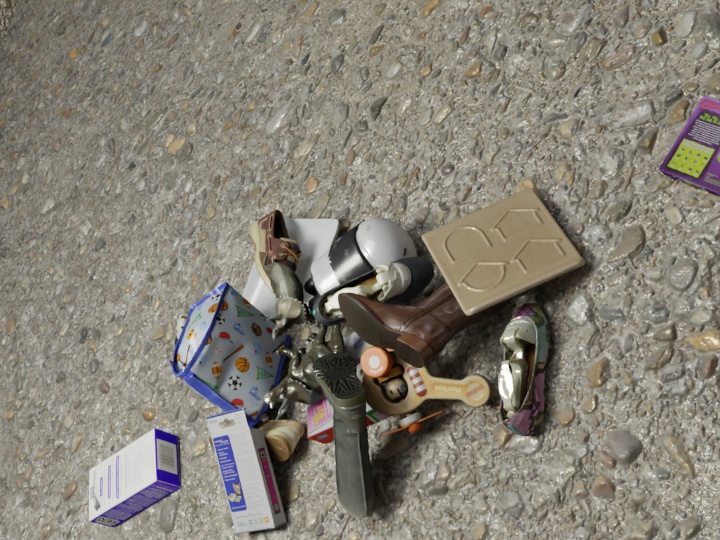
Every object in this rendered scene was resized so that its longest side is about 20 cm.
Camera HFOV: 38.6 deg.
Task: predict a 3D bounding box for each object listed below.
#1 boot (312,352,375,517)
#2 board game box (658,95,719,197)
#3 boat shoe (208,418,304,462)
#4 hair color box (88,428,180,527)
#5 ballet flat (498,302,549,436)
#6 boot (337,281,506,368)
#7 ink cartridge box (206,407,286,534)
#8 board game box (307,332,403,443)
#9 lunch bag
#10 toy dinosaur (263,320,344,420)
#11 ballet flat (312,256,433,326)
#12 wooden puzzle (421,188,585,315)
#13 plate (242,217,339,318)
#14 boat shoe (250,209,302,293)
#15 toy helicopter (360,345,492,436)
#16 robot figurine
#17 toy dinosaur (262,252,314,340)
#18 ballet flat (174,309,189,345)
[{"bbox_3d":[-0.019,0.244,1.549,0.072,0.201,0.182,-13,24,-4],"label":"boot"},{"bbox_3d":[0.499,-0.147,1.334,0.200,0.032,0.120,35,98,49],"label":"board game box"},{"bbox_3d":[-0.176,0.289,1.748,0.200,0.071,0.065,-8,27,40],"label":"boat shoe"},{"bbox_3d":[-0.428,0.393,1.937,0.200,0.065,0.110,-32,49,27],"label":"hair color box"},{"bbox_3d":[0.221,0.128,1.424,0.069,0.071,0.201,-16,57,40],"label":"ballet flat"},{"bbox_3d":[0.093,0.044,1.518,0.186,0.064,0.200,35,53,28],"label":"boot"},{"bbox_3d":[-0.189,0.327,1.686,0.095,0.037,0.201,-19,86,38],"label":"ink cartridge box"},{"bbox_3d":[-0.003,0.174,1.648,0.200,0.040,0.153,-27,50,33],"label":"board game box"},{"bbox_3d":[-0.227,0.154,1.751,0.124,0.170,0.200,-35,28,29],"label":"lunch bag"},{"bbox_3d":[-0.068,0.147,1.648,0.200,0.077,0.102,-37,62,10],"label":"toy dinosaur"},{"bbox_3d":[0.018,0.031,1.569,0.200,0.073,0.073,-23,48,3],"label":"ballet flat"},{"bbox_3d":[0.207,-0.023,1.504,0.185,0.046,0.200,-23,41,-3],"label":"wooden puzzle"},{"bbox_3d":[-0.126,0.000,1.880,0.200,0.032,0.200,4,70,46],"label":"plate"},{"bbox_3d":[-0.143,-0.031,1.841,0.072,0.072,0.200,-38,43,19],"label":"boat shoe"},{"bbox_3d":[0.095,0.179,1.495,0.199,0.079,0.133,2,87,25],"label":"toy helicopter"},{"bbox_3d":[0.001,0.002,1.684,0.200,0.125,0.150,-39,82,23],"label":"robot figurine"},{"bbox_3d":[-0.120,0.036,1.710,0.077,0.102,0.200,-7,54,-4],"label":"toy dinosaur"},{"bbox_3d":[-0.308,0.098,1.981,0.200,0.068,0.068,-31,49,30],"label":"ballet flat"}]
